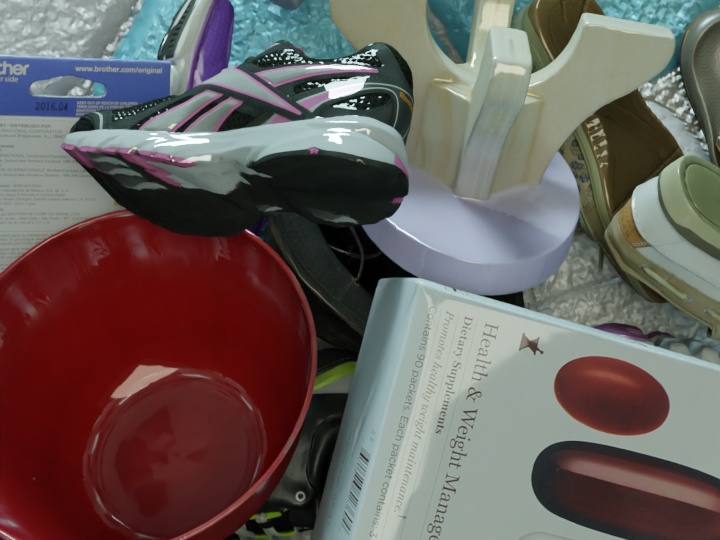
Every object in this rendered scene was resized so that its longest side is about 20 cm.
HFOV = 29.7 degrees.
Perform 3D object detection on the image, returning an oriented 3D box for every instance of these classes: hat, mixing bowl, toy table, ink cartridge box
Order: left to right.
[{"bbox_3d":[-0.174,-0.028,0.764,0.118,0.042,0.202,-2,118,-24],"label":"ink cartridge box"},{"bbox_3d":[-0.112,0.077,0.729,0.198,0.109,0.202,-4,59,7],"label":"mixing bowl"},{"bbox_3d":[0.000,0.000,0.793,0.201,0.201,0.081,46,122,0],"label":"hat"},{"bbox_3d":[0.067,-0.088,0.732,0.182,0.201,0.118,4,120,-12],"label":"toy table"}]

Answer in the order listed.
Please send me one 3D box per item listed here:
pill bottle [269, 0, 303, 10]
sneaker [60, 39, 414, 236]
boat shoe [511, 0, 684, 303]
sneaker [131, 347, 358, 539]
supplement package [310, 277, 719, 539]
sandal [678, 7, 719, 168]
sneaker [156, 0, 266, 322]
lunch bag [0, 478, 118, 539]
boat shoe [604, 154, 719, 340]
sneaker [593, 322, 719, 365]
[{"bbox_3d":[-0.011,-0.259,0.804,0.112,0.112,0.201,38,87,-1],"label":"pill bottle"},{"bbox_3d":[-0.055,-0.072,0.688,0.198,0.080,0.087,4,60,27],"label":"sneaker"},{"bbox_3d":[0.147,-0.074,0.835,0.073,0.063,0.202,-23,91,-30],"label":"boat shoe"},{"bbox_3d":[-0.057,0.127,0.791,0.200,0.072,0.083,-40,61,-3],"label":"sneaker"},{"bbox_3d":[0.086,0.121,0.642,0.198,0.147,0.193,15,89,-6],"label":"supplement package"},{"bbox_3d":[0.260,-0.070,0.834,0.081,0.055,0.202,-22,94,-3],"label":"sandal"},{"bbox_3d":[-0.087,-0.067,0.821,0.083,0.081,0.202,-1,97,-17],"label":"sneaker"},{"bbox_3d":[-0.228,0.201,0.726,0.135,0.200,0.133,25,118,1],"label":"lunch bag"},{"bbox_3d":[0.229,0.006,0.798,0.199,0.068,0.075,34,45,-23],"label":"boat shoe"},{"bbox_3d":[0.228,0.093,0.821,0.198,0.080,0.089,11,94,3],"label":"sneaker"}]
